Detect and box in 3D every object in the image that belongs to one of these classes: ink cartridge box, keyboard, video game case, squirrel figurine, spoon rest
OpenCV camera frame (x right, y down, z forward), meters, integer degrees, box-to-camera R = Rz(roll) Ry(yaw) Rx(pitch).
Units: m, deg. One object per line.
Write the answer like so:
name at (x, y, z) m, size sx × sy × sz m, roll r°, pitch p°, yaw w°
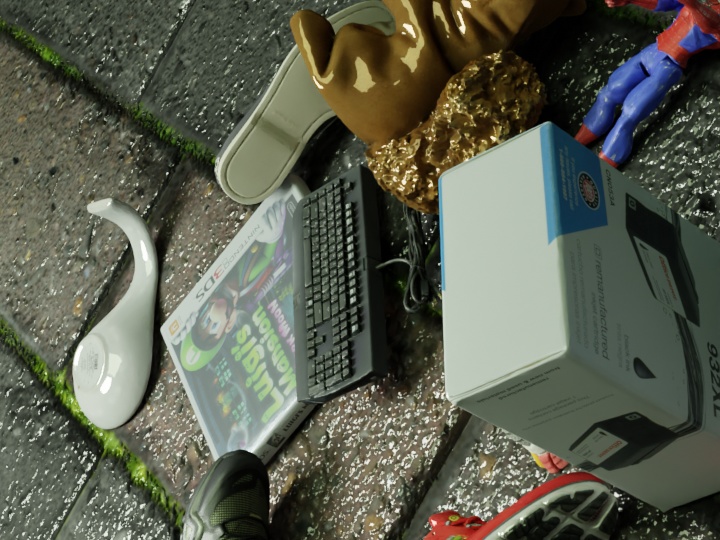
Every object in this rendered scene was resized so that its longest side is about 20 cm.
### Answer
ink cartridge box at (0.139, 0.031, 0.933) m, size 0.084 × 0.200 × 0.145 m, roll -27°, pitch 50°, yaw 35°
keyboard at (0.000, 0.000, 1.230) m, size 0.127 × 0.021 × 0.200 m, roll -25°, pitch 46°, yaw 23°
video game case at (-0.076, 0.044, 1.318) m, size 0.182 × 0.023 × 0.200 m, roll -50°, pitch 40°, yaw 17°
squirrel figurine at (0.077, -0.147, 1.191) m, size 0.187 × 0.141 × 0.200 m, roll -31°, pitch 60°, yaw 21°
spoon rest at (-0.212, 0.040, 1.463) m, size 0.099 × 0.061 × 0.200 m, roll -9°, pitch 76°, yaw 48°

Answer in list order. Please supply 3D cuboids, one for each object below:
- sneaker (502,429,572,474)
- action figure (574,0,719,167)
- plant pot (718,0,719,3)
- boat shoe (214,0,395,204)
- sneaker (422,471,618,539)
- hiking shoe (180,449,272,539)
sneaker at (0.103, 0.037, 1.048) m, size 0.078 × 0.082 × 0.200 m, roll -46°, pitch 22°, yaw 19°
action figure at (0.176, -0.139, 1.079) m, size 0.200 × 0.099 × 0.065 m, roll -45°, pitch 42°, yaw 18°
plant pot at (0.310, -0.188, 0.915) m, size 0.200 × 0.135 × 0.200 m, roll -26°, pitch 51°, yaw 38°
boat shoe at (-0.048, -0.143, 1.355) m, size 0.200 × 0.073 × 0.063 m, roll -49°, pitch 18°, yaw 2°
sneaker at (0.071, 0.176, 1.032) m, size 0.200 × 0.077 × 0.085 m, roll -41°, pitch 36°, yaw 24°
hiking shoe at (-0.074, 0.227, 1.181) m, size 0.101 × 0.076 × 0.200 m, roll -7°, pitch 72°, yaw 38°
